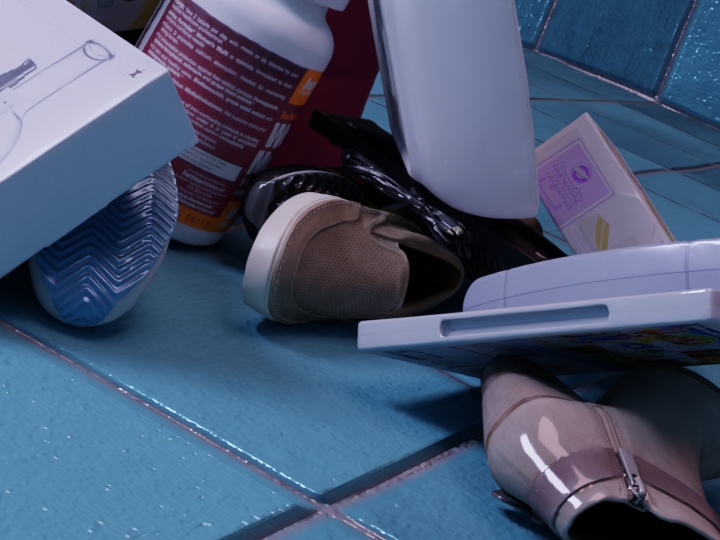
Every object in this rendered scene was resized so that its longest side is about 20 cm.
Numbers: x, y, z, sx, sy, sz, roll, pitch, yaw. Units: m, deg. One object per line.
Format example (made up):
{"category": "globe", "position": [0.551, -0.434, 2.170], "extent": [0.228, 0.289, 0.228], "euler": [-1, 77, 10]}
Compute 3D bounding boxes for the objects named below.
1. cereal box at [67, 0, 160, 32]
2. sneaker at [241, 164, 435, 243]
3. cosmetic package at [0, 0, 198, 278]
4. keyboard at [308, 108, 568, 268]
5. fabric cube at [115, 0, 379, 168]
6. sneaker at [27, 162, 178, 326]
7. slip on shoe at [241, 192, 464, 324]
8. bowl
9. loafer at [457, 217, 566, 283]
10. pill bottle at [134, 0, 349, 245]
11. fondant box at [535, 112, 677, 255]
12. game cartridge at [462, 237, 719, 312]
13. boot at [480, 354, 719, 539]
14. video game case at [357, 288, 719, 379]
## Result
{"category": "cereal box", "position": [-0.209, -0.185, 0.981], "extent": [0.199, 0.040, 0.144], "euler": [-10, -15, -9]}
{"category": "sneaker", "position": [-0.028, -0.036, 1.052], "extent": [0.090, 0.070, 0.200], "euler": [22, 9, 35]}
{"category": "cosmetic package", "position": [-0.198, -0.079, 0.815], "extent": [0.150, 0.052, 0.200], "euler": [-35, 43, -19]}
{"category": "keyboard", "position": [0.044, -0.047, 1.015], "extent": [0.200, 0.021, 0.127], "euler": [36, 16, 26]}
{"category": "fabric cube", "position": [-0.104, -0.176, 1.167], "extent": [0.195, 0.201, 0.199], "euler": [25, 14, 19]}
{"category": "sneaker", "position": [-0.142, -0.032, 0.857], "extent": [0.076, 0.081, 0.201], "euler": [10, 37, -12]}
{"category": "slip on shoe", "position": [0.000, 0.000, 0.943], "extent": [0.060, 0.076, 0.200], "euler": [20, 6, 24]}
{"category": "bowl", "position": [0.050, -0.137, 0.988], "extent": [0.074, 0.201, 0.200], "euler": [-12, 21, -1]}
{"category": "loafer", "position": [0.101, -0.025, 1.118], "extent": [0.069, 0.076, 0.200], "euler": [-24, 34, -18]}
{"category": "pill bottle", "position": [-0.085, -0.125, 0.983], "extent": [0.109, 0.201, 0.110], "euler": [31, 14, -8]}
{"category": "fondant box", "position": [0.180, -0.019, 1.077], "extent": [0.145, 0.058, 0.200], "euler": [59, 10, 10]}
{"category": "game cartridge", "position": [0.163, 0.019, 0.883], "extent": [0.199, 0.041, 0.133], "euler": [-10, -14, 41]}
{"category": "boot", "position": [0.146, 0.106, 0.796], "extent": [0.199, 0.071, 0.146], "euler": [13, 23, -23]}
{"category": "video game case", "position": [0.119, 0.037, 0.839], "extent": [0.199, 0.018, 0.143], "euler": [-6, -14, 34]}
